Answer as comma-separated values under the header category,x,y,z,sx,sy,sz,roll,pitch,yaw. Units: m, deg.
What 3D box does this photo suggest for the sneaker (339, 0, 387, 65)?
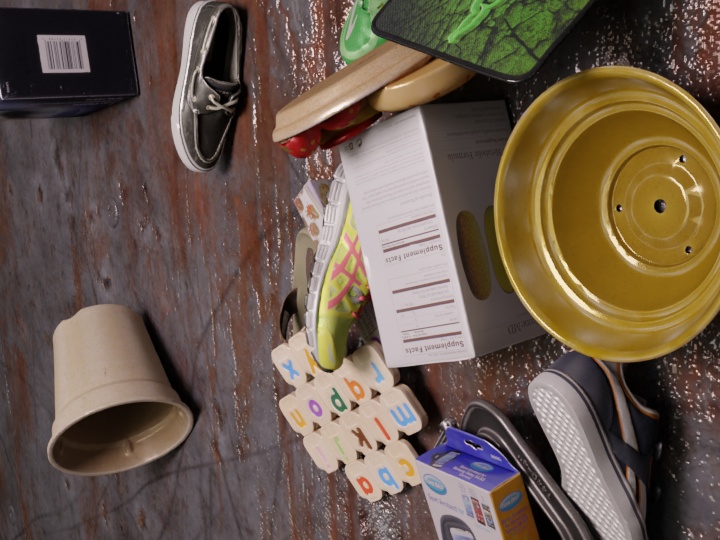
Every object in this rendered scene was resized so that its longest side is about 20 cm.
category,x,y,z,sx,sy,sz,roll,pitch,yaw
sneaker,0.027,-0.261,0.790,0.200,0.083,0.075,-50,62,43

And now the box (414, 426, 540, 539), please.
category,x,y,z,sx,sy,sz,roll,pitch,yaw
box,0.112,0.240,0.782,0.119,0.041,0.203,4,116,62

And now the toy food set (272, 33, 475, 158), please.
category,x,y,z,sx,sy,sz,roll,pitch,yaw
toy food set,0.016,-0.154,0.738,0.198,0.198,0.049,-27,105,20

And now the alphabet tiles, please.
category,x,y,z,sx,sy,sz,roll,pitch,yaw
alphabet tiles,-0.013,0.147,0.934,0.197,0.015,0.200,56,138,2

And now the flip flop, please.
category,x,y,z,sx,sy,sz,roll,pitch,yaw
flip flop,-0.061,0.054,0.979,0.080,0.057,0.204,18,112,46

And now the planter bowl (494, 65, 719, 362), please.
category,x,y,z,sx,sy,sz,roll,pitch,yaw
planter bowl,0.197,-0.043,0.639,0.199,0.083,0.204,15,110,47

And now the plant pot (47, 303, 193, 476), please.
category,x,y,z,sx,sy,sz,roll,pitch,yaw
plant pot,-0.354,0.158,1.263,0.201,0.198,0.185,-54,47,40

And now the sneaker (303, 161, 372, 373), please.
category,x,y,z,sx,sy,sz,roll,pitch,yaw
sneaker,0.000,0.000,0.849,0.089,0.078,0.204,11,87,5

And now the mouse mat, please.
category,x,y,z,sx,sy,sz,roll,pitch,yaw
mouse mat,0.116,-0.224,0.645,0.160,0.201,0.008,30,164,40

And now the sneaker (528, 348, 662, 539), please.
category,x,y,z,sx,sy,sz,roll,pitch,yaw
sneaker,0.198,0.147,0.692,0.078,0.079,0.202,19,137,53

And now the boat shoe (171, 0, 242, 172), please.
category,x,y,z,sx,sy,sz,roll,pitch,yaw
boat shoe,-0.177,-0.213,1.048,0.063,0.070,0.204,22,112,46

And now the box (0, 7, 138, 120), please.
category,x,y,z,sx,sy,sz,roll,pitch,yaw
box,-0.449,-0.284,1.252,0.197,0.198,0.126,-1,98,50

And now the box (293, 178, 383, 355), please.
category,x,y,z,sx,sy,sz,roll,pitch,yaw
box,-0.007,-0.003,0.918,0.039,0.041,0.202,-46,63,44

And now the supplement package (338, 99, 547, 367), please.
category,x,y,z,sx,sy,sz,roll,pitch,yaw
supplement package,0.074,-0.030,0.763,0.109,0.113,0.204,-14,89,50

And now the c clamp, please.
category,x,y,z,sx,sy,sz,roll,pitch,yaw
c clamp,0.133,0.198,0.785,0.201,0.027,0.172,52,152,32
